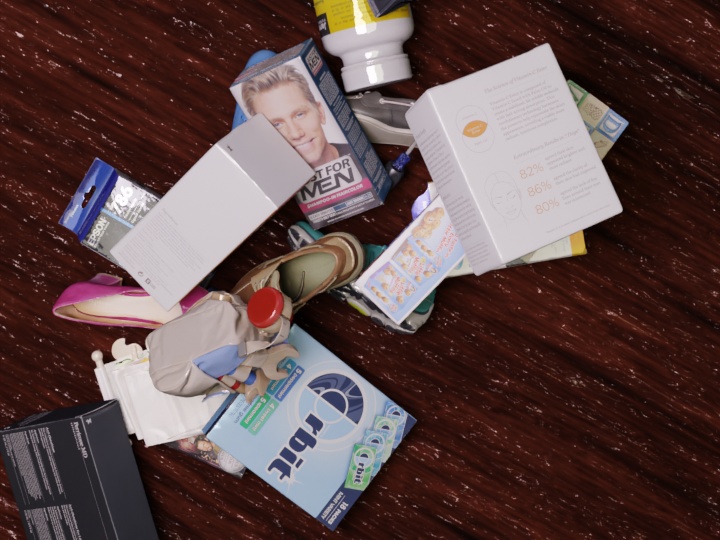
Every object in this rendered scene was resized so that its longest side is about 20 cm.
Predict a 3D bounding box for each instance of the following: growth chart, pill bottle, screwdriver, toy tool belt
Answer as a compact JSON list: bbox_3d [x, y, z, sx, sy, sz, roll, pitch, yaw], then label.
[{"bbox_3d":[-0.220,0.142,1.524,0.200,0.018,0.145,-9,95,2],"label":"growth chart"},{"bbox_3d":[0.001,-0.314,1.460,0.111,0.111,0.200,-13,95,2],"label":"pill bottle"},{"bbox_3d":[0.063,-0.146,1.466,0.028,0.029,0.200,20,137,-20],"label":"screwdriver"},{"bbox_3d":[-0.135,0.085,1.417,0.200,0.123,0.125,-25,57,25],"label":"toy tool belt"}]

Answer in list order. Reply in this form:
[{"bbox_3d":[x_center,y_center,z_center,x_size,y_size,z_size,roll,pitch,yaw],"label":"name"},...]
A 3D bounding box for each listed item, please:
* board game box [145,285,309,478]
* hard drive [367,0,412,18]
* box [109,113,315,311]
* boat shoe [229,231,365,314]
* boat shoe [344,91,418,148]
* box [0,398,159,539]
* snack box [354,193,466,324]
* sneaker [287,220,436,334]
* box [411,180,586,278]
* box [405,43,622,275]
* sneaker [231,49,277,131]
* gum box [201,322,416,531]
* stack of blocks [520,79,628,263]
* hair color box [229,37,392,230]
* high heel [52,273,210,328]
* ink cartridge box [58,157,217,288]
[{"bbox_3d":[-0.165,0.138,1.548,0.135,0.035,0.200,24,96,-1],"label":"board game box"},{"bbox_3d":[0.061,-0.383,1.418,0.200,0.042,0.135,-41,112,-36],"label":"hard drive"},{"bbox_3d":[-0.166,-0.066,1.412,0.097,0.124,0.200,47,119,-4],"label":"box"},{"bbox_3d":[-0.090,0.015,1.459,0.200,0.074,0.076,-32,85,24],"label":"boat shoe"},{"bbox_3d":[0.042,-0.185,1.502,0.200,0.067,0.057,13,73,-5],"label":"boat shoe"},{"bbox_3d":[-0.341,0.269,1.522,0.141,0.079,0.200,-12,97,29],"label":"box"},{"bbox_3d":[0.087,-0.033,1.435,0.072,0.024,0.200,43,97,-4],"label":"snack box"},{"bbox_3d":[0.000,0.000,1.523,0.200,0.078,0.080,33,66,2],"label":"sneaker"},{"bbox_3d":[0.165,-0.062,1.521,0.200,0.041,0.119,-9,96,4],"label":"box"},{"bbox_3d":[0.163,-0.119,1.362,0.152,0.106,0.200,-23,88,-13],"label":"box"},{"bbox_3d":[-0.124,-0.164,1.496,0.066,0.078,0.201,11,95,2],"label":"sneaker"},{"bbox_3d":[-0.061,0.187,1.514,0.200,0.045,0.170,39,85,-15],"label":"gum box"},{"bbox_3d":[0.204,-0.124,1.465,0.115,0.059,0.200,36,95,-2],"label":"stack of blocks"},{"bbox_3d":[-0.055,-0.155,1.451,0.100,0.061,0.200,-20,114,25],"label":"hair color box"},{"bbox_3d":[-0.259,0.049,1.476,0.200,0.096,0.067,17,118,17],"label":"high heel"},{"bbox_3d":[-0.265,-0.046,1.530,0.200,0.039,0.100,30,96,-1],"label":"ink cartridge box"}]
